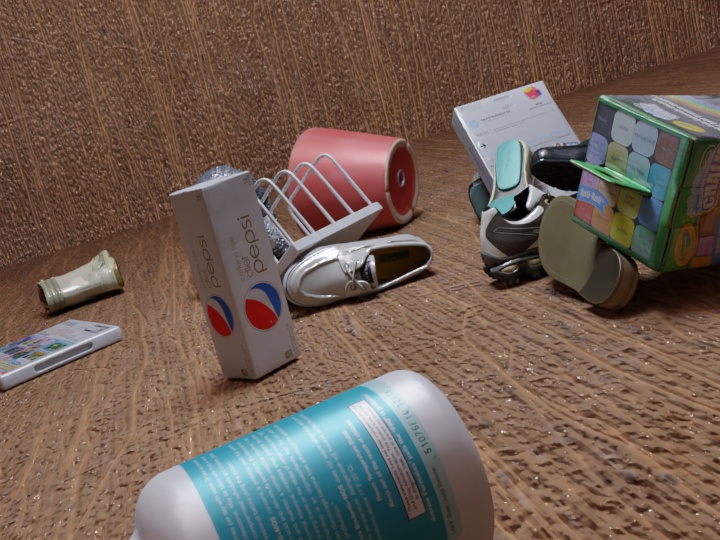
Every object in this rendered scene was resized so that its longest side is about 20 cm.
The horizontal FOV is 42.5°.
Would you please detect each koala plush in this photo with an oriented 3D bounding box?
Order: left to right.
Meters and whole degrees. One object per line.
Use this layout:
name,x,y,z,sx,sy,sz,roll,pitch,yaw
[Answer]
koala plush,-0.211,-0.061,1.513,0.173,0.187,0.201,-16,23,-2

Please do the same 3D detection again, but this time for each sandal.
sandal,0.240,-0.008,0.919,0.068,0.079,0.212,20,17,-14

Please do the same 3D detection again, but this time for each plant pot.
plant pot,-0.004,-0.152,1.593,0.174,0.205,0.200,0,18,27

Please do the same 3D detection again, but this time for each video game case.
video game case,-0.465,0.118,1.345,0.180,0.024,0.198,-25,16,-35

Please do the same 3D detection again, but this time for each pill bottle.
pill bottle,-0.038,0.136,0.468,0.197,0.113,0.110,-20,12,-22

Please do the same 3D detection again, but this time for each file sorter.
file sorter,-0.095,-0.059,1.274,0.199,0.125,0.139,-30,-16,-50

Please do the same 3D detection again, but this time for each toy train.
toy train,0.223,-0.134,1.448,0.112,0.087,0.200,-24,10,10

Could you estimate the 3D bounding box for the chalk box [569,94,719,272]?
chalk box,0.280,-0.081,0.836,0.196,0.126,0.124,-6,29,-26

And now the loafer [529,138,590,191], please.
loafer,0.316,-0.148,1.254,0.196,0.072,0.068,2,-25,-19

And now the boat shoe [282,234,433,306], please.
boat shoe,0.000,0.000,1.160,0.196,0.073,0.070,-12,8,-15

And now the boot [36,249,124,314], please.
boot,-0.541,0.024,1.771,0.152,0.074,0.199,-23,14,-19

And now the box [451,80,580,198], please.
box,0.241,-0.171,1.344,0.153,0.203,0.041,-19,-27,-14

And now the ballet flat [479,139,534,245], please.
ballet flat,0.204,-0.087,1.231,0.068,0.070,0.203,-8,48,32

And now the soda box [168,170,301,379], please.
soda box,-0.129,0.006,0.961,0.063,0.204,0.067,-5,15,46

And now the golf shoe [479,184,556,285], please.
golf shoe,0.224,-0.056,1.044,0.196,0.097,0.078,-18,11,-19
